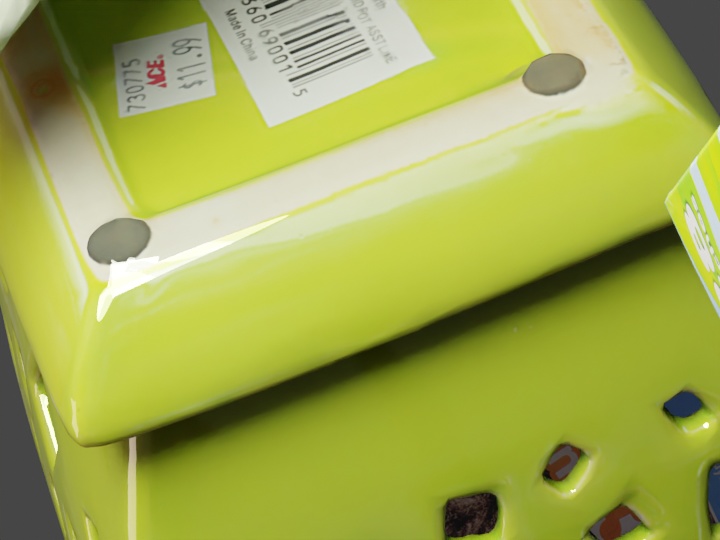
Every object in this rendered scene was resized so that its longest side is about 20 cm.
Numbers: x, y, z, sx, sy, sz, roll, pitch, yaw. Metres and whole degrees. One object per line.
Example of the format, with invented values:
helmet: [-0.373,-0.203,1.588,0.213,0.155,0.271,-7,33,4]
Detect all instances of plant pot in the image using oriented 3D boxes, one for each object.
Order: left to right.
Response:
plant pot: [0.000,0.000,0.770,0.200,0.198,0.182,-117,8,-47]

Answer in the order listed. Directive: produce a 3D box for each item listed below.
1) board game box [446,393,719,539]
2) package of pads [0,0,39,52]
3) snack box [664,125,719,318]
board game box: [0.010,0.051,0.981,0.160,0.199,0.097,63,178,-10]
package of pads: [-0.071,-0.142,0.686,0.068,0.200,0.155,34,-172,-19]
snack box: [0.106,0.058,0.275,0.169,0.067,0.201,85,160,-85]
